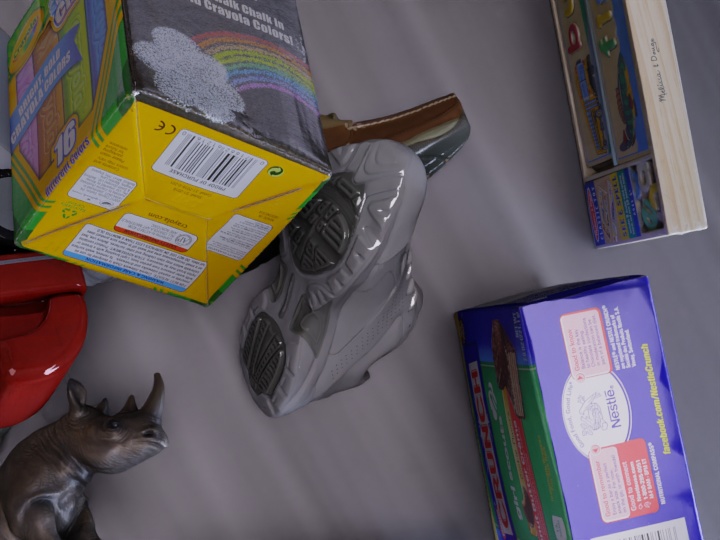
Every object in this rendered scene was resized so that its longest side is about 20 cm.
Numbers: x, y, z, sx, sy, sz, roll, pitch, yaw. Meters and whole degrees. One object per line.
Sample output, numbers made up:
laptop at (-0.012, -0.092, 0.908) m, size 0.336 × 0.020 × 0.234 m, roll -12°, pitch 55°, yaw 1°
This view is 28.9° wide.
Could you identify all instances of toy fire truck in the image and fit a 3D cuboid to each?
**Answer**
toy fire truck at (-0.212, 0.053, 0.692) m, size 0.175 × 0.129 × 0.201 m, roll -7°, pitch 65°, yaw -35°

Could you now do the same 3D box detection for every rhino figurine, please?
rhino figurine at (-0.173, 0.134, 0.758) m, size 0.087 × 0.060 × 0.200 m, roll 35°, pitch 86°, yaw 33°

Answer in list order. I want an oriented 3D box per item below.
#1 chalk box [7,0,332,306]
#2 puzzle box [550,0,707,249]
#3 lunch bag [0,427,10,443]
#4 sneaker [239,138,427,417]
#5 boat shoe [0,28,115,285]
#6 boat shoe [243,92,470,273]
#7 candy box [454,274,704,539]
chalk box at (-0.111, -0.106, 0.759) m, size 0.124 × 0.124 × 0.201 m, roll 20°, pitch 41°, yaw -34°
puzzle box at (0.155, -0.116, 0.840) m, size 0.025 × 0.133 × 0.201 m, roll -10°, pitch 88°, yaw -8°
lunch bag at (-0.327, 0.109, 0.784) m, size 0.199 × 0.118 × 0.165 m, roll 28°, pitch 83°, yaw 1°
sneaker at (0.000, 0.000, 0.813) m, size 0.099 × 0.200 × 0.078 m, roll -7°, pitch 52°, yaw -35°
boat shoe at (-0.210, -0.067, 0.813) m, size 0.086 × 0.075 × 0.202 m, roll -24°, pitch 121°, yaw 33°
boat shoe at (-0.031, -0.064, 0.846) m, size 0.199 × 0.076 × 0.074 m, roll -26°, pitch 77°, yaw -8°
candy box at (0.118, 0.094, 0.794) m, size 0.077 × 0.200 × 0.170 m, roll -12°, pitch 88°, yaw -6°
